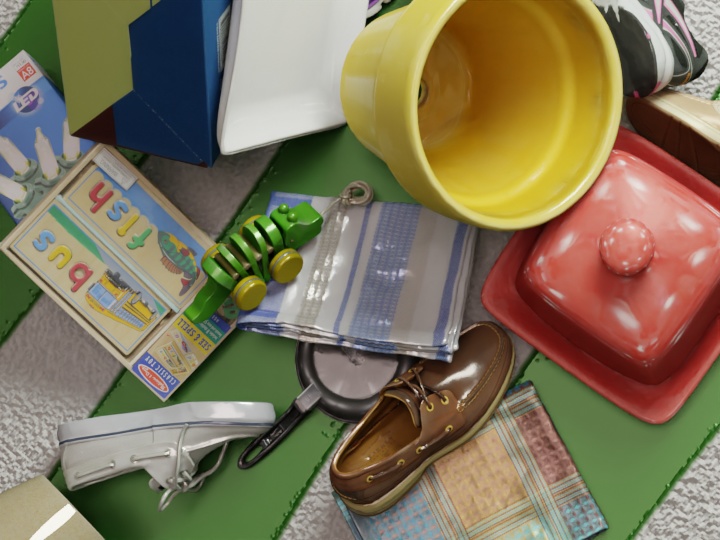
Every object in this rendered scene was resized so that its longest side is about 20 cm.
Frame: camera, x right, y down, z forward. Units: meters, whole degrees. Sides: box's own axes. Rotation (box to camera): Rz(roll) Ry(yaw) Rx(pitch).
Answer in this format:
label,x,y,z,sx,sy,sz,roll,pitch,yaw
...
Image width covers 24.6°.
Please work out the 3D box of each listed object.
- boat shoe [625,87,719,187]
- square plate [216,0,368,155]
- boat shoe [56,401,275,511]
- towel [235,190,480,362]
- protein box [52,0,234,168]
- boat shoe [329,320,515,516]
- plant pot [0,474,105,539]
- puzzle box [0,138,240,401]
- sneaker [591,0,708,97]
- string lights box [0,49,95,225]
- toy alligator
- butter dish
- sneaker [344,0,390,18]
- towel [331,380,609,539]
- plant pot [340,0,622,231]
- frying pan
label,x,y,z,sx,sy,sz,roll,pitch,yaw
boat shoe,0.317,-0.108,1.377,0.199,0.071,0.065,30,68,18
square plate,-0.054,-0.207,1.364,0.028,0.198,0.202,19,111,27
boat shoe,-0.166,0.163,1.419,0.200,0.075,0.087,-9,79,11
towel,0.000,0.000,1.412,0.198,0.024,0.148,7,61,14
protein box,-0.151,-0.234,1.374,0.133,0.200,0.201,13,45,12
boat shoe,0.052,0.117,1.375,0.200,0.068,0.072,-45,57,-8
plant pot,-0.309,0.276,1.389,0.187,0.188,0.200,43,77,13
puzzle box,-0.197,0.000,1.427,0.133,0.025,0.200,-46,106,2
sneaker,0.229,-0.228,1.412,0.086,0.080,0.202,-4,61,-32
string lights box,-0.276,-0.086,1.484,0.103,0.059,0.200,-39,77,0
toy alligator,-0.073,-0.029,1.400,0.199,0.054,0.059,-37,58,-13
butter dish,0.218,-0.008,1.335,0.199,0.148,0.200,36,88,14
sneaker,0.020,-0.310,1.451,0.080,0.083,0.201,37,90,14
towel,0.090,0.202,1.392,0.199,0.022,0.148,-29,78,5
plant pot,0.081,-0.143,1.344,0.199,0.188,0.203,-5,101,-27
frying pan,-0.037,0.087,1.432,0.188,0.031,0.116,-20,77,4
